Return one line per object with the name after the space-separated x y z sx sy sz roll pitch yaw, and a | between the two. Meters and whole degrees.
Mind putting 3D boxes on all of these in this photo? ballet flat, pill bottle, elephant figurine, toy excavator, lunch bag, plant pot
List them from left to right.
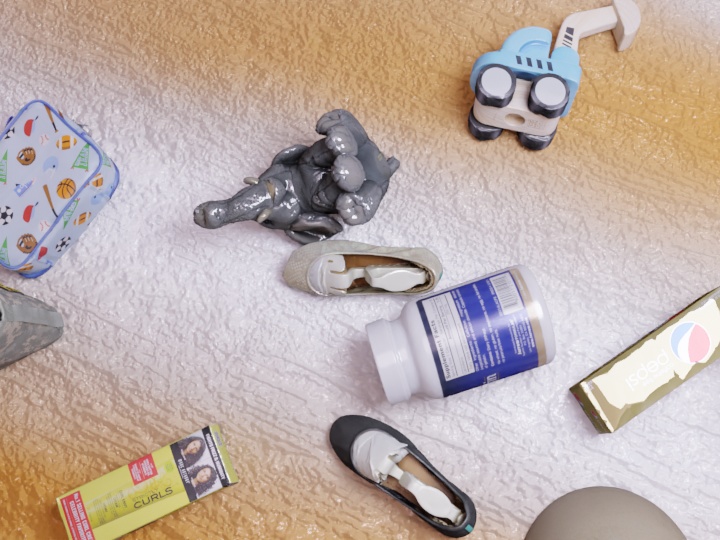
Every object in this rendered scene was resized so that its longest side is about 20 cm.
-0.463 0.066 0.974 0.195 0.164 0.120 -14 81 1 | lunch bag
-0.408 -0.107 1.053 0.159 0.076 0.201 38 85 14 | lunch bag
-0.072 -0.095 0.999 0.197 0.155 0.143 -24 39 25 | elephant figurine
0.000 0.000 0.991 0.195 0.063 0.069 -3 110 4 | ballet flat
0.048 0.226 0.945 0.198 0.068 0.069 32 83 11 | ballet flat
0.110 0.076 0.946 0.195 0.116 0.118 -18 77 2 | pill bottle
0.235 -0.257 1.021 0.190 0.100 0.204 12 71 6 | toy excavator
0.267 0.331 0.870 0.195 0.135 0.206 -1 78 5 | plant pot

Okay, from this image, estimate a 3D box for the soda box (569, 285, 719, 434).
0.336 0.102 0.945 0.198 0.068 0.065 -35 78 -2 | soda box

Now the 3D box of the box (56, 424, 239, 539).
-0.245 0.254 0.974 0.196 0.050 0.077 -24 78 0 | box
